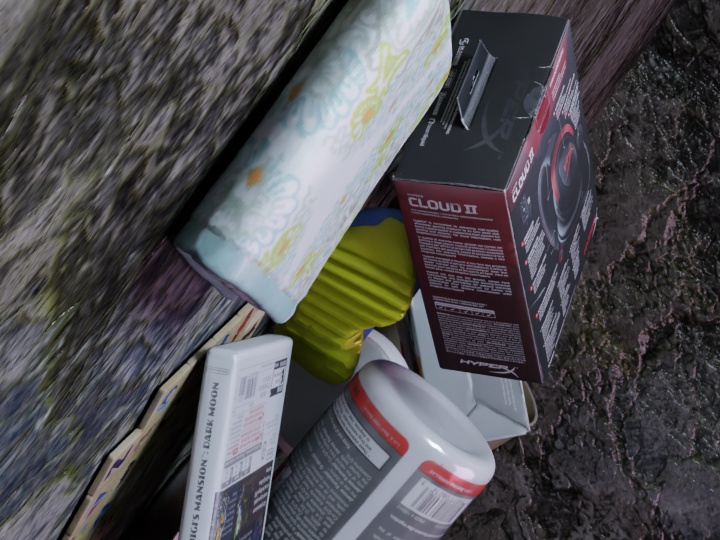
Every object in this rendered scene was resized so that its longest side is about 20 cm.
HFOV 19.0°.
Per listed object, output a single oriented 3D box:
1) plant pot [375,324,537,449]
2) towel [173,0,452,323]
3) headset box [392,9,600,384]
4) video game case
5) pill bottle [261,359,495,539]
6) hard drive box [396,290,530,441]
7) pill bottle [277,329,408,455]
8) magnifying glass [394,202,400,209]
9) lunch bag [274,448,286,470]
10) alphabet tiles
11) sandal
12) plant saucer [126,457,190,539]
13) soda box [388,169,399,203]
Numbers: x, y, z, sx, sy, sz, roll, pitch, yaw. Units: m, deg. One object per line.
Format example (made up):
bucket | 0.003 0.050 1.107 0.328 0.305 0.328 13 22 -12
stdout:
plant pot | 0.046 0.145 2.203 0.200 0.188 0.187 -41 178 16
towel | -0.018 -0.060 1.042 0.172 0.048 0.200 -57 174 -4
headset box | 0.087 -0.052 1.336 0.201 0.074 0.149 74 31 -48
video game case | -0.080 0.134 1.325 0.200 0.023 0.184 -6 104 -83
pill bottle | -0.011 0.169 1.462 0.200 0.116 0.116 -50 175 13
hard drive box | 0.074 0.054 1.724 0.076 0.157 0.200 -10 180 -3
pill bottle | -0.015 0.096 1.613 0.113 0.113 0.200 -54 175 -2
magnifying glass | 0.020 -0.012 1.588 0.080 0.022 0.200 -53 -173 30
lunch bag | -0.076 0.267 2.045 0.167 0.140 0.200 -36 169 -14
alphabet tiles | -0.121 0.099 1.300 0.167 0.006 0.200 -59 173 33
sandal | 0.000 0.000 1.416 0.087 0.079 0.200 -55 -177 -26
plant saucer | -0.137 0.189 1.565 0.201 0.032 0.200 -53 174 -8
soda box | 0.089 -0.074 1.598 0.070 0.064 0.200 -15 -169 22
